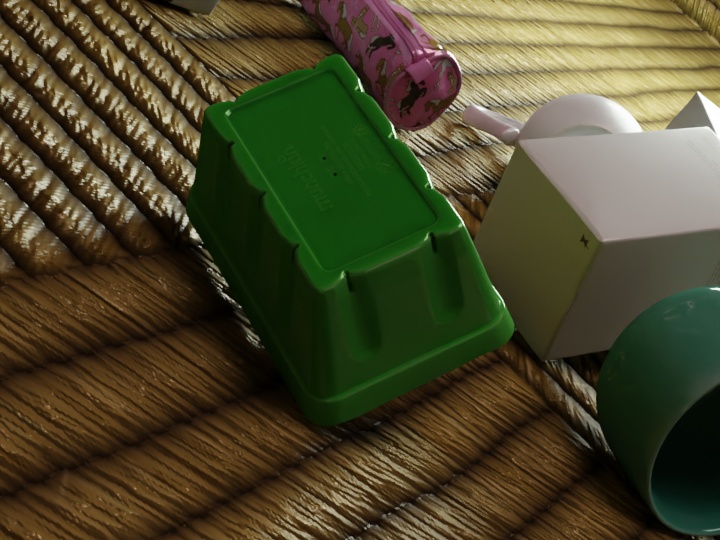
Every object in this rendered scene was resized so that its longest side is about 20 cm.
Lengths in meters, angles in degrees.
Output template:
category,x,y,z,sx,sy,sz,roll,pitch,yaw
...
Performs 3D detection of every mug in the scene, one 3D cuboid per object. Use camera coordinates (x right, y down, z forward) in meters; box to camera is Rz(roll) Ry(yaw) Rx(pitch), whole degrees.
category,x,y,z,sx,sy,sz,roll,pitch,yaw
mug,0.236,0.101,1.145,0.151,0.186,0.115,0,35,-23

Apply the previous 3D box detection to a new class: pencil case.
category,x,y,z,sx,sy,sz,roll,pitch,yaw
pencil case,0.014,-0.211,1.456,0.086,0.083,0.201,16,32,-47

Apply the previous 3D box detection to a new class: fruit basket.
category,x,y,z,sx,sy,sz,roll,pitch,yaw
fruit basket,0.000,0.000,0.989,0.217,0.154,0.216,60,-14,26

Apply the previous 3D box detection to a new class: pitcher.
category,x,y,z,sx,sy,sz,roll,pitch,yaw
pitcher,0.173,-0.107,1.488,0.170,0.122,0.200,18,10,0

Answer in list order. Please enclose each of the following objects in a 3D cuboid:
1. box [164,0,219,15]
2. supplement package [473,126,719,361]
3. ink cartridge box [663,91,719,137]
category,x,y,z,sx,sy,sz,roll,pitch,yaw
box,-0.152,-0.346,1.282,0.130,0.199,0.200,10,35,-51
supplement package,0.205,-0.025,1.264,0.198,0.122,0.120,-6,46,-34
ink cartridge box,0.369,-0.047,1.632,0.199,0.145,0.146,33,22,-14
